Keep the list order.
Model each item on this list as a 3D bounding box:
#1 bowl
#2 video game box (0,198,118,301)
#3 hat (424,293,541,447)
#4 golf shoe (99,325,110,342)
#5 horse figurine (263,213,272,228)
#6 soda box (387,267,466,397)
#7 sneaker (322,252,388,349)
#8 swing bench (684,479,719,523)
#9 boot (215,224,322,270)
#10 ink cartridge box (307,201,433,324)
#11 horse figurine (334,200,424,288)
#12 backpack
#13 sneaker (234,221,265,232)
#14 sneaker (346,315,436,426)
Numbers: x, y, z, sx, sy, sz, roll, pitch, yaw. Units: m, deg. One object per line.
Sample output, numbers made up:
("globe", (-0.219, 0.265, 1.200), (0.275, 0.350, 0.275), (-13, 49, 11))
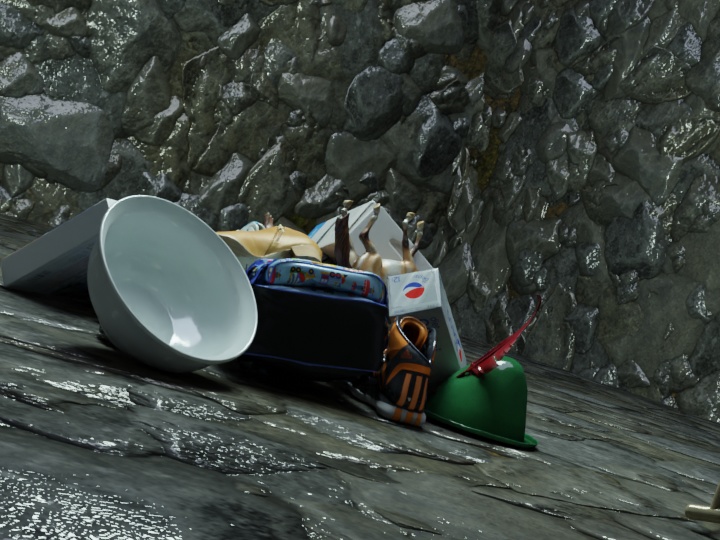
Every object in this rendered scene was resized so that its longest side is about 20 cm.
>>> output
("bowl", (-0.208, 0.030, 1.162), (0.200, 0.090, 0.203), (34, 33, -26))
("video game box", (-0.339, -0.022, 1.489), (0.198, 0.048, 0.181), (-25, -22, 25))
("hat", (0.168, 0.109, 1.385), (0.164, 0.179, 0.199), (15, 1, -43))
("golf shoe", (-0.235, 0.048, 1.297), (0.088, 0.077, 0.200), (49, 15, -10))
("horse figurine", (-0.082, 0.005, 1.690), (0.200, 0.050, 0.133), (46, -1, -27))
("soda box", (0.087, 0.087, 1.421), (0.067, 0.064, 0.201), (-10, -41, 9))
("sneaker", (-0.032, 0.053, 1.465), (0.200, 0.075, 0.079), (47, -15, 38))
("swing bench", (0.462, 0.228, 1.125), (0.198, 0.132, 0.198), (23, 4, 34))
("boot", (-0.147, -0.022, 1.435), (0.198, 0.072, 0.144), (4, 13, -14))
("ink cartridge box", (0.000, 0.000, 1.556), (0.146, 0.084, 0.199), (48, -22, -11))
("horse figurine", (0.029, -0.013, 1.421), (0.198, 0.135, 0.049), (14, -13, -42))
("backpack", (-0.073, 0.061, 1.322), (0.180, 0.137, 0.200), (9, -4, -17))
("sneaker", (-0.172, -0.030, 1.591), (0.197, 0.088, 0.075), (14, 3, 22))
("sneaker", (0.046, 0.110, 1.341), (0.076, 0.114, 0.200), (15, 1, -20))
